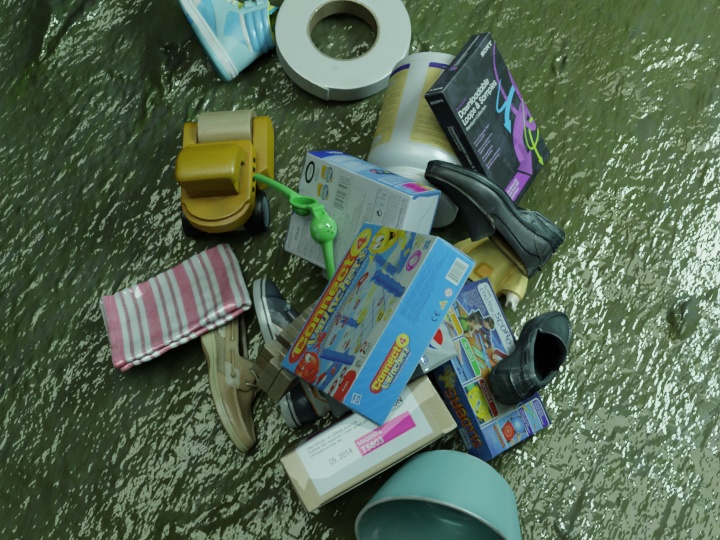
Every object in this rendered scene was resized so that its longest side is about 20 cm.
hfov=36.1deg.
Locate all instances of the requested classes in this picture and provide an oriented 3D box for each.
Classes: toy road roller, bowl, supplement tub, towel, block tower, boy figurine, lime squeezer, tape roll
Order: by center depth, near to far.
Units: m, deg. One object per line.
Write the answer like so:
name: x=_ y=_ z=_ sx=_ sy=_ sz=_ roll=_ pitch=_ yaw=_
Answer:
bowl: x=0.103 y=0.285 z=1.284 sx=0.200 sy=0.201 sz=0.105 roll=12 pitch=45 yaw=13
block tower: x=-0.054 y=0.077 z=1.372 sx=0.054 sy=0.058 sz=0.200 roll=41 pitch=46 yaw=7
lime squeezer: x=-0.064 y=-0.062 z=1.378 sx=0.038 sy=0.071 sz=0.200 roll=-27 pitch=73 yaw=-26
boy figurine: x=0.169 y=0.001 z=1.447 sx=0.200 sy=0.064 sz=0.124 roll=-42 pitch=65 yaw=-6
towel: x=-0.248 y=0.044 z=1.475 sx=0.199 sy=0.030 sz=0.147 roll=-26 pitch=40 yaw=-3
supplement tub: x=0.090 y=-0.174 z=1.486 sx=0.145 sy=0.146 sz=0.201 roll=10 pitch=70 yaw=13
toy road roller: x=-0.192 y=-0.147 z=1.517 sx=0.122 sy=0.146 sz=0.201 roll=-4 pitch=67 yaw=7
tape roll: x=-0.026 y=-0.343 z=1.616 sx=0.202 sy=0.037 sz=0.204 roll=1 pitch=70 yaw=-2

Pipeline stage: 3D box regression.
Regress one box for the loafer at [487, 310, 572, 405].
loafer: x=0.223 y=0.101 z=1.342 sx=0.070 sy=0.200 sz=0.068 roll=-23 pitch=98 yaw=35

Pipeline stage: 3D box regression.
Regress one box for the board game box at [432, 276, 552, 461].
board game box: x=0.146 y=0.117 z=1.339 sx=0.034 sy=0.135 sz=0.201 roll=-28 pitch=82 yaw=42

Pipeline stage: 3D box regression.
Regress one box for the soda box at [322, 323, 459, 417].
soda box: x=0.026 y=0.110 z=1.315 sx=0.063 sy=0.200 sz=0.069 roll=-23 pitch=82 yaw=-39

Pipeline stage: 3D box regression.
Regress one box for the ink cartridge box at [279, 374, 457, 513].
ink cartridge box: x=0.007 y=0.203 z=1.325 sx=0.199 sy=0.165 sz=0.075 roll=-29 pitch=84 yaw=-5

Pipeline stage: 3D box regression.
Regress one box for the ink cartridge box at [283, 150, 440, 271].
ink cartridge box: x=-0.013 y=-0.068 z=1.399 sx=0.199 sy=0.076 sz=0.137 roll=24 pitch=109 yaw=28

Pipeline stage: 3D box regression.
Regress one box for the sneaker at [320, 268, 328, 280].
sneaker: x=0.000 y=0.000 z=1.478 sx=0.087 sy=0.075 sz=0.200 roll=-43 pitch=61 yaw=3

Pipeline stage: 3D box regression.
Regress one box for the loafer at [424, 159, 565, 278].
loafer: x=0.159 y=-0.067 z=1.382 sx=0.199 sy=0.073 sz=0.072 roll=32 pitch=85 yaw=-5

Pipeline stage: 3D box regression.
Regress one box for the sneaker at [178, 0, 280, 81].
sneaker: x=-0.195 y=-0.391 z=1.659 sx=0.130 sy=0.080 sz=0.201 roll=-29 pitch=76 yaw=-2

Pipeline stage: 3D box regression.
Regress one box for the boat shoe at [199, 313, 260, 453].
boat shoe: x=-0.161 y=0.137 z=1.434 sx=0.064 sy=0.071 sz=0.201 roll=-18 pitch=65 yaw=1

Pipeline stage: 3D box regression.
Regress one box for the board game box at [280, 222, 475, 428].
board game box: x=0.014 y=0.051 z=1.213 sx=0.056 sy=0.196 sz=0.201 roll=33 pitch=83 yaw=-23

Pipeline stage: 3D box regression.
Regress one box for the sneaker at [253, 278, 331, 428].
sneaker: x=-0.081 y=0.099 z=1.436 sx=0.079 sy=0.078 sz=0.201 roll=-18 pitch=77 yaw=6

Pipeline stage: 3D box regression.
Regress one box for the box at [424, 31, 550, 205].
box: x=0.170 y=-0.189 z=1.441 sx=0.036 sy=0.200 sz=0.143 roll=-7 pitch=36 yaw=44
